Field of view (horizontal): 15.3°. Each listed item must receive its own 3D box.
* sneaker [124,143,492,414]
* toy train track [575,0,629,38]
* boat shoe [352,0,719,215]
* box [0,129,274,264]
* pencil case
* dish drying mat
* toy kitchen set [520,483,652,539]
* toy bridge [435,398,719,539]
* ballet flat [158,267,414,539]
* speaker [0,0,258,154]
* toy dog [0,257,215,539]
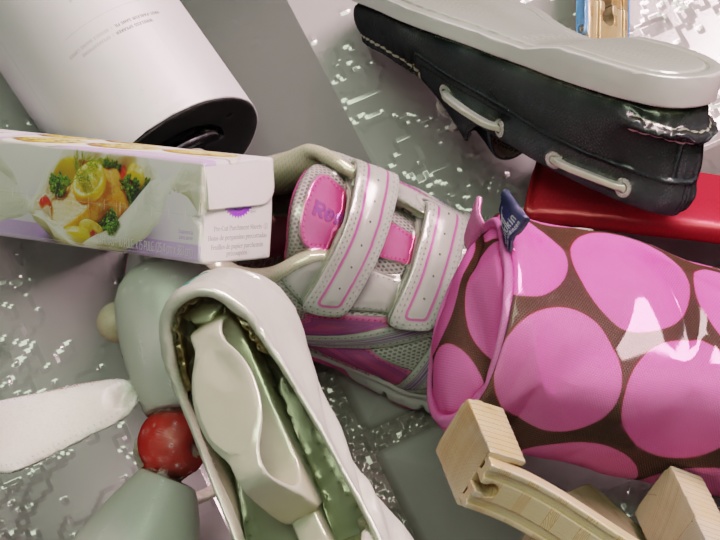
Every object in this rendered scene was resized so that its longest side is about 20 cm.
[{"bbox_3d":[0.000,0.000,1.064,0.198,0.088,0.082,6,65,4],"label":"sneaker"},{"bbox_3d":[0.096,-0.151,1.157,0.114,0.032,0.202,15,69,-37],"label":"toy train track"},{"bbox_3d":[0.062,-0.073,1.086,0.075,0.061,0.200,-5,20,-34],"label":"boat shoe"},{"bbox_3d":[-0.118,-0.032,1.051,0.199,0.041,0.039,8,98,41],"label":"box"},{"bbox_3d":[0.128,0.034,1.021,0.199,0.091,0.094,15,41,-15],"label":"pencil case"},{"bbox_3d":[0.167,-0.020,1.086,0.198,0.077,0.018,8,105,6],"label":"dish drying mat"},{"bbox_3d":[0.063,0.210,0.931,0.180,0.200,0.164,41,113,19],"label":"toy kitchen set"},{"bbox_3d":[0.121,0.103,0.975,0.199,0.027,0.067,21,27,-27],"label":"toy bridge"},{"bbox_3d":[-0.023,0.089,0.943,0.069,0.069,0.201,-23,75,-9],"label":"ballet flat"},{"bbox_3d":[-0.126,-0.116,1.128,0.081,0.081,0.200,-31,67,-13],"label":"speaker"},{"bbox_3d":[-0.099,0.102,1.017,0.096,0.132,0.201,-4,51,35],"label":"toy dog"}]
